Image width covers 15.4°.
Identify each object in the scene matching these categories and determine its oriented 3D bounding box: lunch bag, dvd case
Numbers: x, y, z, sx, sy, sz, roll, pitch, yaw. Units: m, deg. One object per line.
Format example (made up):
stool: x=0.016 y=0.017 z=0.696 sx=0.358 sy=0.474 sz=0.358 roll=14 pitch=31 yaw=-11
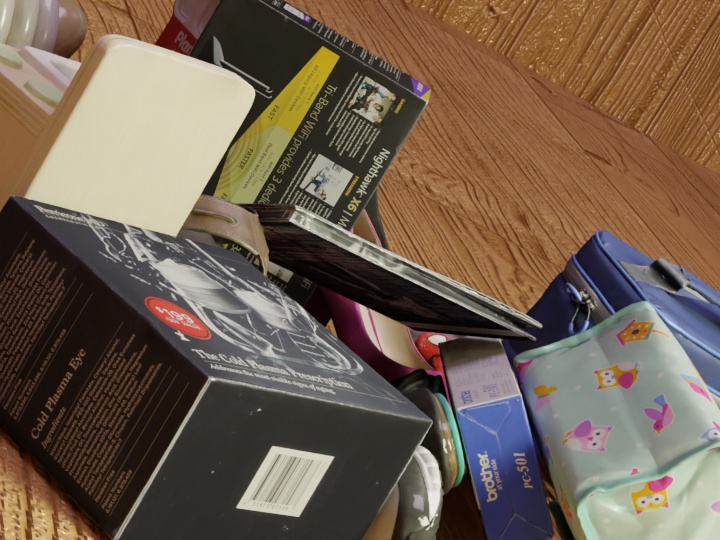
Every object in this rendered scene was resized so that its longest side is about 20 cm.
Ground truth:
lunch bag: x=0.182 y=0.151 z=1.649 sx=0.171 sy=0.122 sz=0.200 roll=-109 pitch=177 yaw=-56
lunch bag: x=0.204 y=0.062 z=1.854 sx=0.200 sy=0.132 sz=0.136 roll=31 pitch=16 yaw=-37
dvd case: x=0.000 y=0.000 z=1.719 sx=0.200 sy=0.016 sz=0.149 roll=26 pitch=-12 yaw=-29

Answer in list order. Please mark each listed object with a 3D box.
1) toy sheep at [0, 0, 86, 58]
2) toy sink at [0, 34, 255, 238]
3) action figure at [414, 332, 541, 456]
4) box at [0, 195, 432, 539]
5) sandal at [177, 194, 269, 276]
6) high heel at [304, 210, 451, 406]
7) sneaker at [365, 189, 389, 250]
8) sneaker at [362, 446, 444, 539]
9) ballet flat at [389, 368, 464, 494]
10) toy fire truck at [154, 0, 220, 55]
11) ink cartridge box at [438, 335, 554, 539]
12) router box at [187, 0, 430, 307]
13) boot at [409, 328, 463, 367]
toy sheep: x=-0.287 y=-0.189 z=1.902 sx=0.200 sy=0.138 sz=0.138 roll=11 pitch=21 yaw=-30
toy sink: x=-0.177 y=-0.059 z=1.499 sx=0.112 sy=0.200 sz=0.130 roll=40 pitch=16 yaw=34
action figure: x=0.118 y=0.108 z=1.869 sx=0.200 sy=0.052 sz=0.065 roll=36 pitch=7 yaw=10
box: x=-0.097 y=0.062 z=1.442 sx=0.182 sy=0.104 sz=0.200 roll=39 pitch=14 yaw=35
sandal: x=-0.097 y=-0.029 z=1.626 sx=0.201 sy=0.057 sz=0.080 roll=51 pitch=21 yaw=26
high heel: x=0.025 y=0.034 z=1.855 sx=0.067 sy=0.096 sz=0.200 roll=20 pitch=16 yaw=-49
sneaker: x=-0.036 y=-0.075 z=1.986 sx=0.076 sy=0.200 sz=0.114 roll=-29 pitch=40 yaw=-29
sneaker: x=-0.014 y=0.117 z=1.546 sx=0.080 sy=0.074 sz=0.200 roll=8 pitch=17 yaw=-26
ballet flat: x=0.026 y=0.106 z=1.665 sx=0.068 sy=0.068 sz=0.200 roll=-11 pitch=4 yaw=0
toy fire truck: x=-0.112 y=-0.120 z=1.956 sx=0.112 sy=0.168 sz=0.200 roll=21 pitch=16 yaw=-37
ink cartridge box: x=0.084 y=0.105 z=1.692 sx=0.044 sy=0.094 sz=0.200 roll=-13 pitch=10 yaw=1
router box: x=-0.068 y=-0.077 z=1.823 sx=0.157 sy=0.200 sz=0.052 roll=31 pitch=13 yaw=-4
boot: x=0.103 y=0.064 z=2.015 sx=0.200 sy=0.064 sz=0.186 roll=29 pitch=14 yaw=9
